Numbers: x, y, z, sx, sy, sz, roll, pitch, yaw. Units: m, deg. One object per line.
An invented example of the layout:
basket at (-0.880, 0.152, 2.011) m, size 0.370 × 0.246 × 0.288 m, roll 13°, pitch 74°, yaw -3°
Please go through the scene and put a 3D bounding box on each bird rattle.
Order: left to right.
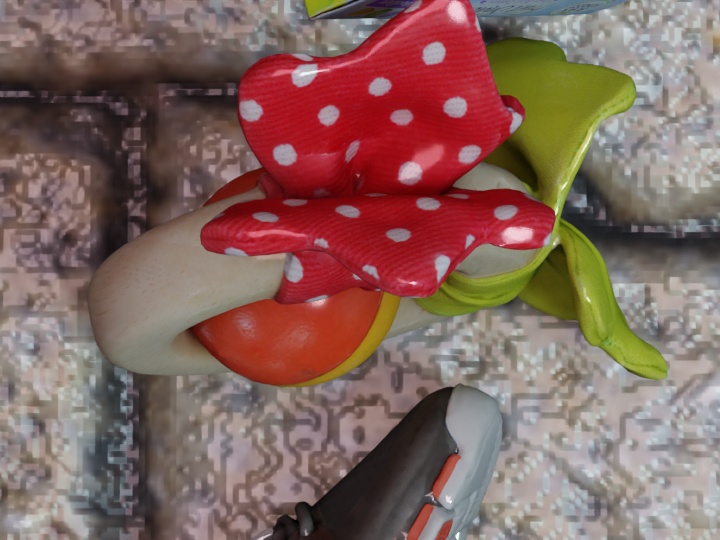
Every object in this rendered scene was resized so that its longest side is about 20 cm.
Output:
bird rattle at (0.000, 0.000, 0.832) m, size 0.163 × 0.200 × 0.113 m, roll -23°, pitch 84°, yaw 26°

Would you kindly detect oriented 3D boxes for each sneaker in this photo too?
sneaker at (-0.037, 0.105, 0.880) m, size 0.082 × 0.077 × 0.200 m, roll 37°, pitch 89°, yaw 12°

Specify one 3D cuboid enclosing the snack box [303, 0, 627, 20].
snack box at (0.023, -0.174, 0.840) m, size 0.067 × 0.168 × 0.201 m, roll -20°, pitch 83°, yaw 30°
